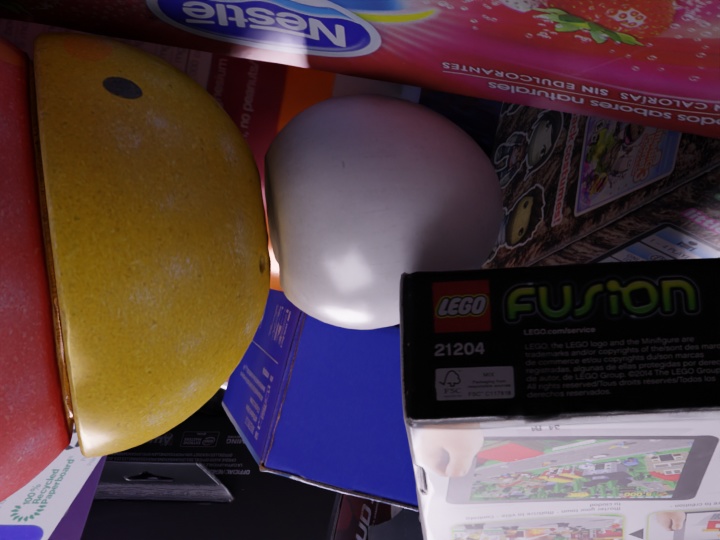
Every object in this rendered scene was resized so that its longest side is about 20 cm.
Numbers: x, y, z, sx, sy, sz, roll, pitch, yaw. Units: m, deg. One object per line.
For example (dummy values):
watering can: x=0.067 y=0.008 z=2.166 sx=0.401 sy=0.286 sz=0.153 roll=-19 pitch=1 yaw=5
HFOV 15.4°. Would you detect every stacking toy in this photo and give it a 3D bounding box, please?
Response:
stacking toy: x=-0.070 y=-0.006 z=0.550 sx=0.199 sy=0.146 sz=0.146 roll=-8 pitch=155 yaw=-7

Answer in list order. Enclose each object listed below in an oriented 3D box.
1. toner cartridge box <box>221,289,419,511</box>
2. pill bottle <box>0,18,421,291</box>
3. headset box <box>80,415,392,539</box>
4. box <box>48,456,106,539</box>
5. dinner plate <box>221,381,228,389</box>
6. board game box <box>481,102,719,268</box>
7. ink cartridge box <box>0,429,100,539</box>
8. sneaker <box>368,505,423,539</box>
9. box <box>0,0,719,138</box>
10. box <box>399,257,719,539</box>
toner cartridge box: x=0.016 y=0.036 z=0.720 sx=0.095 sy=0.043 sz=0.200 roll=16 pitch=180 yaw=-5
pill bottle: x=-0.085 y=-0.063 z=0.634 sx=0.199 sy=0.110 sz=0.110 roll=11 pitch=154 yaw=4
headset box: x=-0.040 y=0.121 z=1.022 sx=0.149 sy=0.077 sz=0.200 roll=-2 pitch=150 yaw=27
box: x=-0.169 y=0.101 z=0.898 sx=0.137 sy=0.200 sz=0.039 roll=27 pitch=158 yaw=-29
dinner plate: x=0.000 y=0.000 z=0.822 sx=0.200 sy=0.024 sz=0.200 roll=11 pitch=155 yaw=5
board game box: x=0.148 y=-0.033 z=0.603 sx=0.159 sy=0.097 sz=0.200 roll=25 pitch=152 yaw=-23
ink cartridge box: x=-0.176 y=0.054 z=0.768 sx=0.200 sy=0.043 sz=0.198 roll=5 pitch=136 yaw=-35
sneaker: x=0.064 y=0.094 z=0.906 sx=0.129 sy=0.080 sz=0.199 roll=4 pitch=169 yaw=6
box: x=-0.008 y=-0.104 z=0.528 sx=0.199 sy=0.100 sz=0.096 roll=9 pitch=157 yaw=7
box: x=0.111 y=0.035 z=0.558 sx=0.199 sy=0.035 sz=0.110 roll=-3 pitch=153 yaw=3
